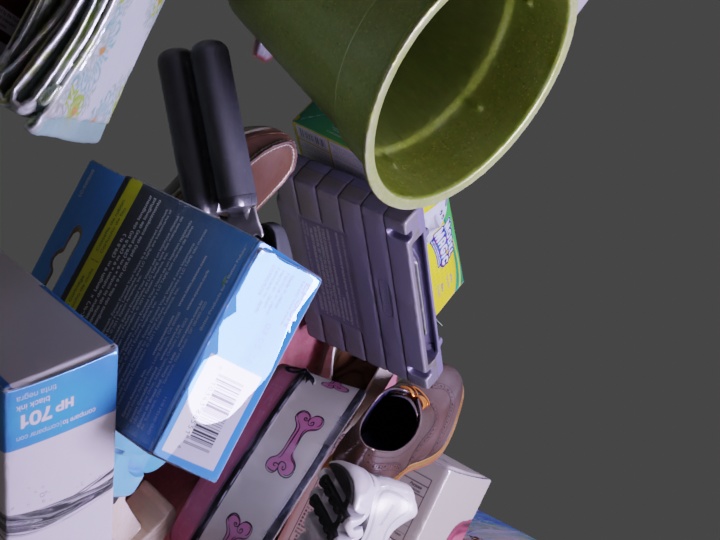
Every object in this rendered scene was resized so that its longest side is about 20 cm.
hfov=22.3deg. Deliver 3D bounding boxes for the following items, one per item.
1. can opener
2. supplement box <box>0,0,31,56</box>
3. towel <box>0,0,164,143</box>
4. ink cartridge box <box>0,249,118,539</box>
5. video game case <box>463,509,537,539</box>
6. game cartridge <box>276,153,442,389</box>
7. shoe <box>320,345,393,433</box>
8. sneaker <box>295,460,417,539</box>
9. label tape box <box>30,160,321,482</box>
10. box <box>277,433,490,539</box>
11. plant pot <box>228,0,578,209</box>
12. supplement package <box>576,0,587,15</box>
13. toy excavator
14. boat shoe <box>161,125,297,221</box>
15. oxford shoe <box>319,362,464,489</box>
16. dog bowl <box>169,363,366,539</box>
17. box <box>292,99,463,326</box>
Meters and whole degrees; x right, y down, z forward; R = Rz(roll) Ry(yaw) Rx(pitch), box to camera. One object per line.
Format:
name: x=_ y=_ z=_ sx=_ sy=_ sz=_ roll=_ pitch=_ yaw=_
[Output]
can opener: x=-0.089 y=-0.056 z=1.249 sx=0.067 sy=0.053 sz=0.201 roll=-13 pitch=92 yaw=-65
supplement box: x=-0.195 y=-0.227 z=1.009 sx=0.200 sy=0.061 sz=0.109 roll=-61 pitch=153 yaw=-3
towel: x=-0.149 y=-0.159 z=1.080 sx=0.172 sy=0.048 sz=0.200 roll=-61 pitch=180 yaw=3
ink cartridge box: x=-0.225 y=0.106 z=1.136 sx=0.086 sy=0.146 sz=0.201 roll=-21 pitch=131 yaw=-38
video game case: x=0.108 y=0.299 z=1.820 sx=0.200 sy=0.181 sz=0.046 roll=-12 pitch=123 yaw=-56
game cartridge: x=0.000 y=0.000 z=1.448 sx=0.038 sy=0.129 sz=0.200 roll=-46 pitch=147 yaw=-28
shoe: x=0.014 y=0.054 z=1.572 sx=0.053 sy=0.070 sz=0.201 roll=-35 pitch=148 yaw=-76
sneaker: x=-0.023 y=0.237 z=1.465 sx=0.081 sy=0.075 sz=0.200 roll=9 pitch=129 yaw=-35
label tape box: x=-0.133 y=0.027 z=1.167 sx=0.063 sy=0.200 sz=0.145 roll=30 pitch=88 yaw=-42
box: x=0.010 y=0.247 z=1.671 sx=0.200 sy=0.128 sz=0.109 roll=-63 pitch=152 yaw=1
plant pot: x=0.011 y=-0.176 z=1.243 sx=0.200 sy=0.190 sz=0.200 roll=-36 pitch=149 yaw=-26
supplement package: x=0.105 y=-0.294 z=1.361 sx=0.200 sy=0.147 sz=0.191 roll=-53 pitch=149 yaw=-19
toy excavator: x=-0.173 y=0.129 z=1.329 sx=0.200 sy=0.100 sz=0.194 roll=-55 pitch=155 yaw=15
boat shoe: x=-0.107 y=-0.033 z=1.304 sx=0.200 sy=0.072 sz=0.076 roll=-42 pitch=145 yaw=-34
oxford shoe: x=0.042 y=0.125 z=1.531 sx=0.200 sy=0.071 sz=0.073 roll=-44 pitch=166 yaw=-51
dog bowl: x=-0.078 y=0.162 z=1.447 sx=0.200 sy=0.074 sz=0.200 roll=-57 pitch=178 yaw=-2
box: x=0.019 y=-0.044 z=1.458 sx=0.048 sy=0.117 sz=0.200 roll=-47 pitch=148 yaw=-26
